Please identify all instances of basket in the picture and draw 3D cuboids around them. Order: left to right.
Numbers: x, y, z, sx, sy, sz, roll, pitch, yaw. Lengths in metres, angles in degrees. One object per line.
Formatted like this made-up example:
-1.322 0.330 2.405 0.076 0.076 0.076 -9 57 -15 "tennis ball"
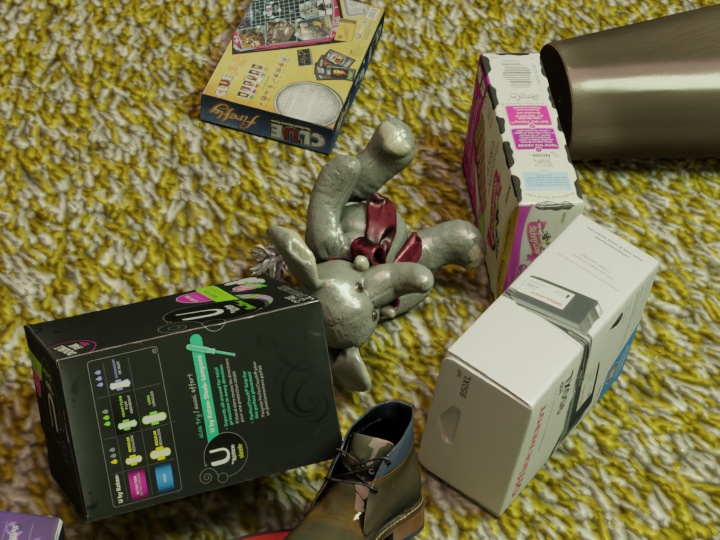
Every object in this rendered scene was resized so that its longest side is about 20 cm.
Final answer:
0.280 -0.174 1.535 0.198 0.137 0.181 -9 44 -11 "basket"

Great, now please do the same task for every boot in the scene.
-0.016 0.160 1.115 0.074 0.098 0.200 10 17 27 "boot"

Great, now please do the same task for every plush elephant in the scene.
0.000 0.000 1.309 0.199 0.165 0.155 -24 33 8 "plush elephant"

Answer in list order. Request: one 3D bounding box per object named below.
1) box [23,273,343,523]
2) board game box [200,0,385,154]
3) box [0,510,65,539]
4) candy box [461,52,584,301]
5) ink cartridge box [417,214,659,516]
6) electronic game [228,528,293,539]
-0.134 0.089 1.182 0.198 0.126 0.148 -13 11 -18 "box"
-0.065 -0.207 1.578 0.134 0.035 0.201 16 46 6 "board game box"
-0.308 0.243 1.063 0.198 0.105 0.149 6 46 -3 "box"
0.141 -0.080 1.416 0.060 0.137 0.201 -2 46 -8 "candy box"
0.142 0.075 1.262 0.084 0.145 0.200 32 51 20 "ink cartridge box"
-0.054 0.236 1.104 0.198 0.042 0.200 -5 21 2 "electronic game"
